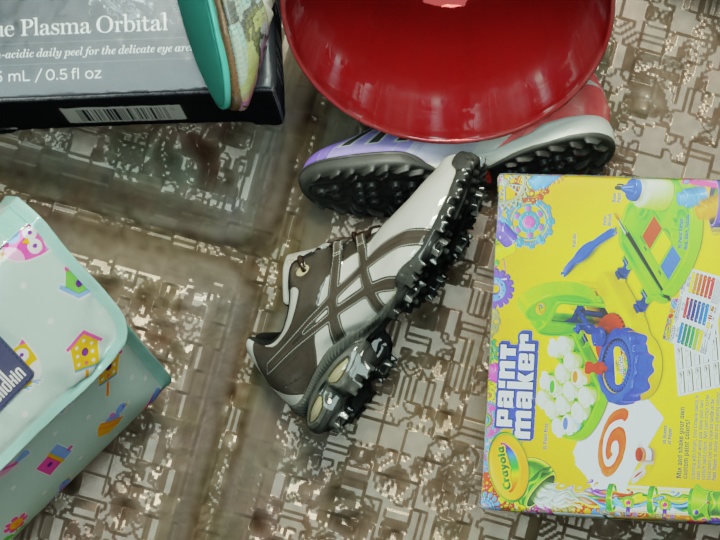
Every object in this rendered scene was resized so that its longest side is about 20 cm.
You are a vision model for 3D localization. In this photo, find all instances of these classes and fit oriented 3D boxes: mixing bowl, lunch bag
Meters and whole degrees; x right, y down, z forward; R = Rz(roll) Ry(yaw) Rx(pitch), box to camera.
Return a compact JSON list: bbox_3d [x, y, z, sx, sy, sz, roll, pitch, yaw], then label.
[{"bbox_3d":[0.052,-0.188,1.660,0.199,0.109,0.201,1,129,1],"label":"mixing bowl"},{"bbox_3d":[-0.221,0.060,1.629,0.170,0.200,0.122,-44,66,-9],"label":"lunch bag"}]

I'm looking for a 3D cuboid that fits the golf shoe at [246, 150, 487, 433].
[{"bbox_3d":[0.000,0.000,1.691,0.094,0.078,0.201,36,103,14],"label":"golf shoe"}]

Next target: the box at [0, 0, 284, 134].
[{"bbox_3d":[-0.149,-0.194,1.708,0.195,0.117,0.201,-2,83,1],"label":"box"}]

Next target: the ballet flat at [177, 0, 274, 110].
[{"bbox_3d":[-0.089,-0.195,1.622,0.071,0.069,0.201,-23,84,-22],"label":"ballet flat"}]

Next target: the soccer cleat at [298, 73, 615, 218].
[{"bbox_3d":[0.058,-0.084,1.727,0.199,0.068,0.074,-11,62,3],"label":"soccer cleat"}]

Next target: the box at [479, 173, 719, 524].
[{"bbox_3d":[0.181,0.050,1.655,0.191,0.122,0.201,3,85,16],"label":"box"}]
